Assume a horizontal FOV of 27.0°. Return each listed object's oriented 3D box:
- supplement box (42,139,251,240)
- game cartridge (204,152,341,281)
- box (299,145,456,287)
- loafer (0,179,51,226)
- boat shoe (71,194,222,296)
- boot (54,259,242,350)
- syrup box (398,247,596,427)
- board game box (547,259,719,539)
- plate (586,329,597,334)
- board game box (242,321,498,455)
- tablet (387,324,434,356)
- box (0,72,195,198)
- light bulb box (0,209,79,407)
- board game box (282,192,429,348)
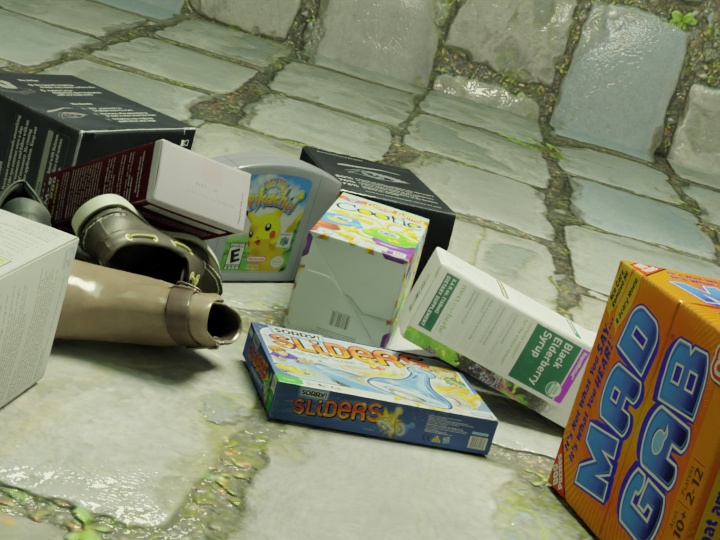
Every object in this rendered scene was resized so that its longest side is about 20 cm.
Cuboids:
[{"bbox_3d":[-0.208,-0.065,1.425,0.108,0.062,0.199,20,-20,-40],"label":"supplement box"},{"bbox_3d":[-0.107,-0.055,1.551,0.199,0.135,0.040,0,21,-46],"label":"game cartridge"},{"bbox_3d":[0.006,-0.059,1.745,0.146,0.105,0.200,11,15,-17],"label":"box"},{"bbox_3d":[-0.314,-0.031,1.366,0.067,0.071,0.201,10,16,-19],"label":"loafer"},{"bbox_3d":[-0.185,-0.002,1.364,0.201,0.072,0.061,33,19,-55],"label":"boat shoe"},{"bbox_3d":[-0.189,0.031,1.240,0.145,0.071,0.200,7,1,19],"label":"boot"},{"bbox_3d":[0.139,0.065,1.390,0.199,0.079,0.081,29,10,-6],"label":"syrup box"},{"bbox_3d":[0.299,0.132,1.171,0.198,0.202,0.200,10,16,-22],"label":"board game box"},{"bbox_3d":[0.225,0.100,1.543,0.198,0.033,0.200,15,15,-4],"label":"plate"},{"bbox_3d":[0.006,0.101,1.296,0.198,0.035,0.135,12,16,-19],"label":"board game box"},{"bbox_3d":[0.103,0.053,1.539,0.129,0.014,0.200,0,14,9],"label":"tablet"},{"bbox_3d":[-0.322,-0.133,1.636,0.199,0.119,0.196,25,17,27],"label":"box"},{"bbox_3d":[-0.335,0.019,1.055,0.196,0.126,0.200,19,16,8],"label":"light bulb box"},{"bbox_3d":[0.000,0.000,1.524,0.104,0.104,0.200,17,15,4],"label":"board game box"}]
